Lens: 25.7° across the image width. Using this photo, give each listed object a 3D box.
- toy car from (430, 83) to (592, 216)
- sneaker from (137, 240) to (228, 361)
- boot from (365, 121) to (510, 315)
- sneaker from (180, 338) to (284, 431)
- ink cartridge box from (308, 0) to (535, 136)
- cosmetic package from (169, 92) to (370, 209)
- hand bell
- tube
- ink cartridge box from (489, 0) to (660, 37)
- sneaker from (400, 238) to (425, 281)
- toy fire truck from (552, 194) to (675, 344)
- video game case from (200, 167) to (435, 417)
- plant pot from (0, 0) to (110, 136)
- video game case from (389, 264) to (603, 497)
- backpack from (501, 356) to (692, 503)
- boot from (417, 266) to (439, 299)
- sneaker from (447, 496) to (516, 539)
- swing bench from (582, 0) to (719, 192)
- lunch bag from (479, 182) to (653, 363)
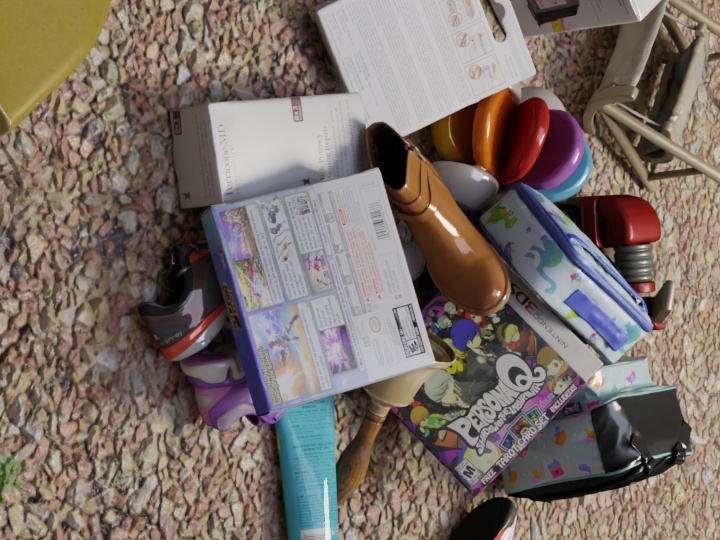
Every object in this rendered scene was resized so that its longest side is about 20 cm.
[{"bbox_3d":[0.179,-0.139,1.767,0.199,0.149,0.177,26,72,-38],"label":"toy car"},{"bbox_3d":[-0.140,-0.006,1.532,0.082,0.077,0.200,50,57,-20],"label":"sneaker"},{"bbox_3d":[0.076,-0.056,1.620,0.201,0.076,0.155,65,8,29],"label":"boot"},{"bbox_3d":[-0.088,0.107,1.576,0.199,0.080,0.089,-14,105,-36],"label":"sneaker"},{"bbox_3d":[0.065,-0.241,1.675,0.199,0.057,0.164,-26,107,-10],"label":"ink cartridge box"},{"bbox_3d":[-0.087,-0.121,1.580,0.199,0.074,0.103,-12,96,-43],"label":"cosmetic package"},{"bbox_3d":[0.011,0.156,1.635,0.103,0.104,0.201,11,110,-41],"label":"hand bell"},{"bbox_3d":[-0.053,0.217,1.623,0.077,0.050,0.202,0,85,-39],"label":"tube"},{"bbox_3d":[0.265,-0.345,1.816,0.148,0.199,0.086,-46,118,-32],"label":"ink cartridge box"},{"bbox_3d":[0.000,0.000,1.646,0.199,0.087,0.075,-8,93,-43],"label":"sneaker"},{"bbox_3d":[0.315,-0.002,1.851,0.128,0.199,0.178,-4,92,-43],"label":"toy fire truck"},{"bbox_3d":[-0.040,0.019,1.512,0.180,0.045,0.202,-14,84,-25],"label":"video game case"},{"bbox_3d":[-0.323,-0.234,1.302,0.200,0.193,0.197,-46,118,-39],"label":"plant pot"},{"bbox_3d":[0.127,0.107,1.684,0.200,0.036,0.181,-45,87,-2],"label":"video game case"},{"bbox_3d":[0.248,0.182,1.790,0.175,0.199,0.155,-9,74,-50],"label":"backpack"},{"bbox_3d":[0.103,0.059,1.759,0.132,0.069,0.201,49,48,-26],"label":"boot"},{"bbox_3d":[0.135,0.362,1.772,0.108,0.067,0.202,47,63,-31],"label":"sneaker"},{"bbox_3d":[0.377,-0.238,1.967,0.200,0.129,0.200,37,66,-29],"label":"swing bench"},{"bbox_3d":[0.227,0.005,1.717,0.082,0.161,0.200,-42,132,10],"label":"lunch bag"}]
